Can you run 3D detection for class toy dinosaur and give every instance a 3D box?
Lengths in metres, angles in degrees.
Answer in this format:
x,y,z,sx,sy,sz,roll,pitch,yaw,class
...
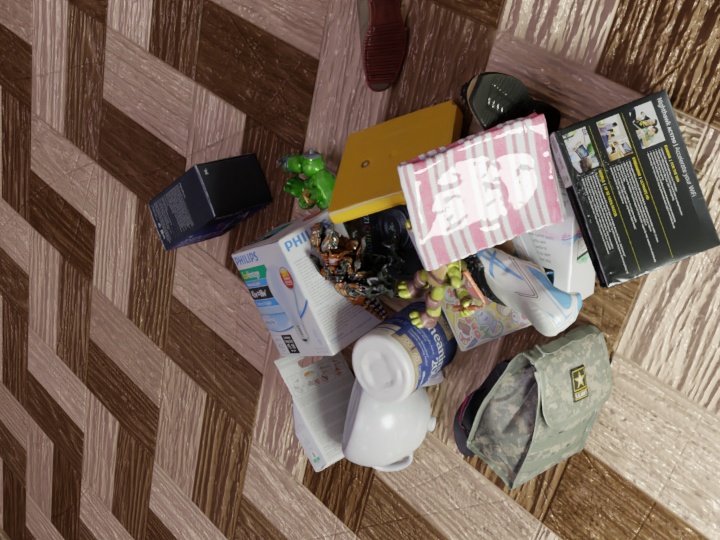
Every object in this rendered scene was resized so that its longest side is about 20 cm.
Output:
x,y,z,sx,sy,sz,roll,pitch,yaw,class
0.000,0.000,1.321,0.133,0.200,0.104,-8,63,29,toy dinosaur

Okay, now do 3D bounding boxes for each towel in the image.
x,y,z,sx,sy,sz,roll,pitch,yaw,class
0.153,-0.096,1.090,0.030,0.197,0.149,-117,8,-68,towel

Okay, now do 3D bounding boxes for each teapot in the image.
x,y,z,sx,sy,sz,roll,pitch,yaw,class
0.055,0.244,1.461,0.200,0.143,0.201,141,143,-82,teapot

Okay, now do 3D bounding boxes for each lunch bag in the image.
x,y,z,sx,sy,sz,roll,pitch,yaw,class
0.260,0.179,1.214,0.117,0.162,0.203,40,129,35,lunch bag

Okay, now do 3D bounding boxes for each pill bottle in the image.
x,y,z,sx,sy,sz,roll,pitch,yaw,class
0.085,0.112,1.336,0.110,0.199,0.113,18,120,33,pill bottle

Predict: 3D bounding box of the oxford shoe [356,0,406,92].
x,y,z,sx,sy,sz,roll,pitch,yaw,class
0.028,-0.382,1.346,0.075,0.069,0.204,-131,40,-58,oxford shoe

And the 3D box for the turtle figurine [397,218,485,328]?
x,y,z,sx,sy,sz,roll,pitch,yaw,class
0.104,-0.005,1.212,0.201,0.064,0.162,56,145,21,turtle figurine

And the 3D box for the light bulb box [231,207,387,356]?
x,y,z,sx,sy,sz,roll,pitch,yaw,class
-0.088,0.023,1.441,0.197,0.124,0.203,-11,108,59,light bulb box

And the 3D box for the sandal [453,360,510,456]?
x,y,z,sx,sy,sz,roll,pitch,yaw,class
0.192,0.222,1.383,0.075,0.045,0.202,45,131,25,sandal

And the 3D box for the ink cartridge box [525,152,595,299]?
x,y,z,sx,sy,sz,roll,pitch,yaw,class
0.248,-0.066,1.200,0.143,0.083,0.204,16,114,40,ink cartridge box

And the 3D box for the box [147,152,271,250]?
x,y,z,sx,sy,sz,roll,pitch,yaw,class
-0.292,-0.132,1.679,0.199,0.147,0.106,-25,86,47,box

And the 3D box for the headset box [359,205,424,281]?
x,y,z,sx,sy,sz,roll,pitch,yaw,class
0.101,-0.076,1.341,0.198,0.092,0.178,7,109,43,headset box

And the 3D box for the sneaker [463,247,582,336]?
x,y,z,sx,sy,sz,roll,pitch,yaw,class
0.206,0.012,1.141,0.200,0.072,0.073,41,158,40,sneaker

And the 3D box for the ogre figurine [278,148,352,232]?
x,y,z,sx,sy,sz,roll,pitch,yaw,class
-0.070,-0.128,1.502,0.120,0.096,0.204,137,124,-62,ogre figurine

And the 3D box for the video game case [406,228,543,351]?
x,y,z,sx,sy,sz,roll,pitch,yaw,class
0.168,-0.005,1.220,0.181,0.023,0.203,-28,86,45,video game case

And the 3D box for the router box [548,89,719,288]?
x,y,z,sx,sy,sz,roll,pitch,yaw,class
0.333,-0.098,1.068,0.147,0.051,0.204,-19,89,4,router box

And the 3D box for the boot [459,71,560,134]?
x,y,z,sx,sy,sz,roll,pitch,yaw,class
0.162,-0.226,1.155,0.138,0.199,0.078,35,101,37,boot

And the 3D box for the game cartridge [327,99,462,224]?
x,y,z,sx,sy,sz,roll,pitch,yaw,class
0.054,-0.161,1.288,0.197,0.179,0.033,-13,135,29,game cartridge

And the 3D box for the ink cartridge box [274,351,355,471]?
x,y,z,sx,sy,sz,roll,pitch,yaw,class
-0.064,0.237,1.564,0.050,0.160,0.202,-42,74,40,ink cartridge box
